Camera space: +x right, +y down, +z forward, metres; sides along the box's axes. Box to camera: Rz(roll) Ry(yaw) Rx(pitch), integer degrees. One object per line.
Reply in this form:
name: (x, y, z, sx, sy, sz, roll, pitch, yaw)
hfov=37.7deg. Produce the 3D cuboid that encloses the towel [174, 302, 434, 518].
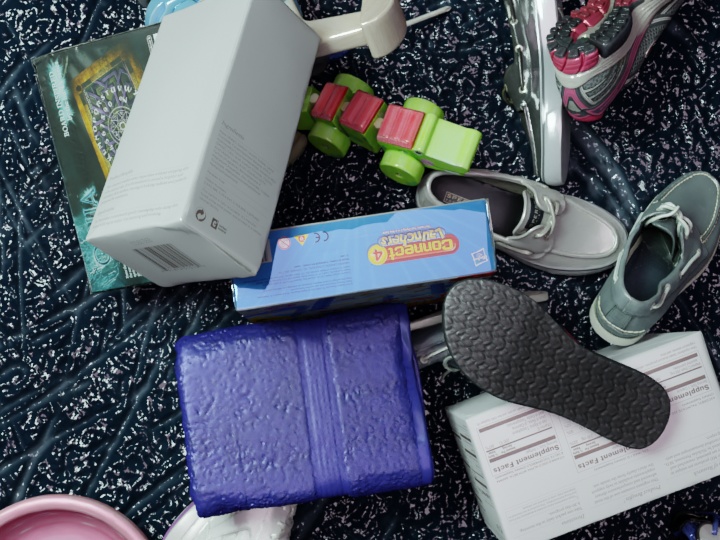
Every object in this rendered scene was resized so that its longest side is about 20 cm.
towel: (-0.046, 0.113, 0.856, 0.196, 0.050, 0.150, -7, 79, -6)

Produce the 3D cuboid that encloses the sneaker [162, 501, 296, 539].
sneaker: (-0.077, 0.200, 0.903, 0.100, 0.075, 0.200, 43, 92, 18)

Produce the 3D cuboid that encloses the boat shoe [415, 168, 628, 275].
boat shoe: (0.146, -0.048, 0.933, 0.197, 0.066, 0.073, 21, 86, 0)

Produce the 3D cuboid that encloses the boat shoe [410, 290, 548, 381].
boat shoe: (0.073, 0.065, 0.922, 0.197, 0.075, 0.063, -16, 86, -1)

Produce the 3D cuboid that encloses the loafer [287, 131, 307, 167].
loafer: (-0.143, -0.092, 0.920, 0.197, 0.076, 0.068, -22, 101, -3)

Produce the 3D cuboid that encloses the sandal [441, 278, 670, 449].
sandal: (0.140, 0.073, 0.790, 0.198, 0.045, 0.076, 30, 90, -13)

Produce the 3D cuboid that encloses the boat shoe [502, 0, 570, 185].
boat shoe: (0.155, -0.176, 0.946, 0.056, 0.069, 0.204, -4, 86, 18)

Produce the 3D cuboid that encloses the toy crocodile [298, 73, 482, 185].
toy crocodile: (0.011, -0.128, 0.915, 0.198, 0.062, 0.068, 22, 79, 26)

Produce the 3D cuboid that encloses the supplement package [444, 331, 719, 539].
supplement package: (0.186, 0.137, 0.880, 0.197, 0.156, 0.113, -19, 86, -3)

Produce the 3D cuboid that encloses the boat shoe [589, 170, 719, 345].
boat shoe: (0.266, -0.022, 0.907, 0.072, 0.062, 0.200, 34, 62, 14)

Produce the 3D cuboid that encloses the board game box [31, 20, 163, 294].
board game box: (-0.185, -0.090, 0.868, 0.133, 0.028, 0.204, -9, 99, 19)

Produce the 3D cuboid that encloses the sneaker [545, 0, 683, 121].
sneaker: (0.227, -0.211, 0.927, 0.200, 0.080, 0.075, -44, 133, -29)

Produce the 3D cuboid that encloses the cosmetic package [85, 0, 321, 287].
cosmetic package: (-0.111, -0.098, 0.767, 0.081, 0.112, 0.203, 37, 59, -41)

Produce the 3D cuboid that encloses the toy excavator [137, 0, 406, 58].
toy excavator: (-0.077, -0.204, 0.866, 0.192, 0.100, 0.201, -28, 48, 0)

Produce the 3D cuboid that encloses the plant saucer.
plant saucer: (-0.260, 0.294, 0.913, 0.197, 0.051, 0.205, 0, 87, -2)

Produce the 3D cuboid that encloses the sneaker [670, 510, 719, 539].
sneaker: (0.338, 0.244, 0.917, 0.199, 0.081, 0.116, -40, 91, -2)

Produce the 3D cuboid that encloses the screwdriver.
screwdriver: (0.001, -0.204, 0.933, 0.198, 0.029, 0.028, -26, 84, -17)

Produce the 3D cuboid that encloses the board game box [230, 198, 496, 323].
board game box: (0.000, 0.000, 0.860, 0.196, 0.196, 0.057, -9, 83, -1)
